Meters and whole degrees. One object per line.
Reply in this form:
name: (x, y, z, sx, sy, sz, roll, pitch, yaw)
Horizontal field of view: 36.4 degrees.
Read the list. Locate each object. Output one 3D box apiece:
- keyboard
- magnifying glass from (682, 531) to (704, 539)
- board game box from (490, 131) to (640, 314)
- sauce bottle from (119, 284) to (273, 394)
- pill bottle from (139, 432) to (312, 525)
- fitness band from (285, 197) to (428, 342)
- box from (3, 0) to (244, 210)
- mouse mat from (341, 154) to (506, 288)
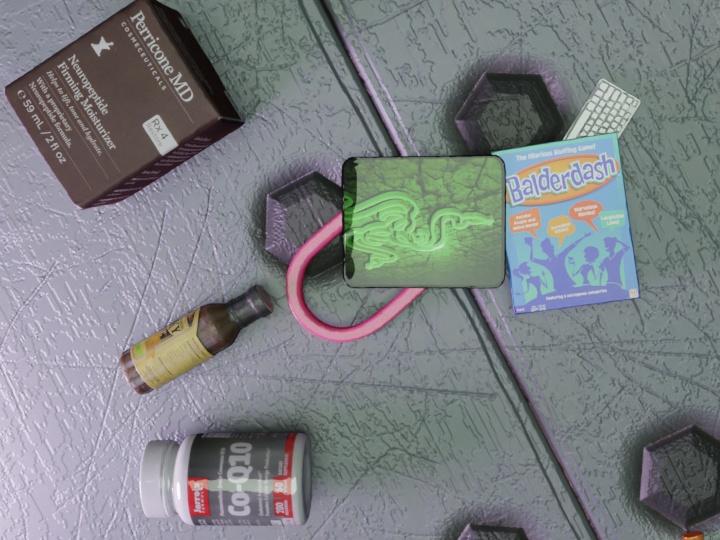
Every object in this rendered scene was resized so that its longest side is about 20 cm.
keyboard: (0.264, -0.134, 1.337, 0.056, 0.011, 0.200, 31, 97, 0)
magnifying glass: (0.439, 0.426, 1.379, 0.079, 0.022, 0.200, -13, 94, 6)
board game box: (0.246, -0.056, 1.318, 0.152, 0.045, 0.200, -9, 91, 10)
sauce bottle: (-0.203, 0.083, 1.369, 0.200, 0.065, 0.065, -30, 93, 5)
pill bottle: (-0.164, 0.259, 1.358, 0.200, 0.114, 0.114, -1, 96, 4)
fitness band: (0.000, 0.000, 1.358, 0.200, 0.037, 0.144, -41, 92, 6)
box: (-0.272, -0.194, 1.292, 0.200, 0.164, 0.166, -32, 93, 7)
mouse mat: (0.075, -0.058, 1.322, 0.200, 0.008, 0.161, 0, 94, 10)
